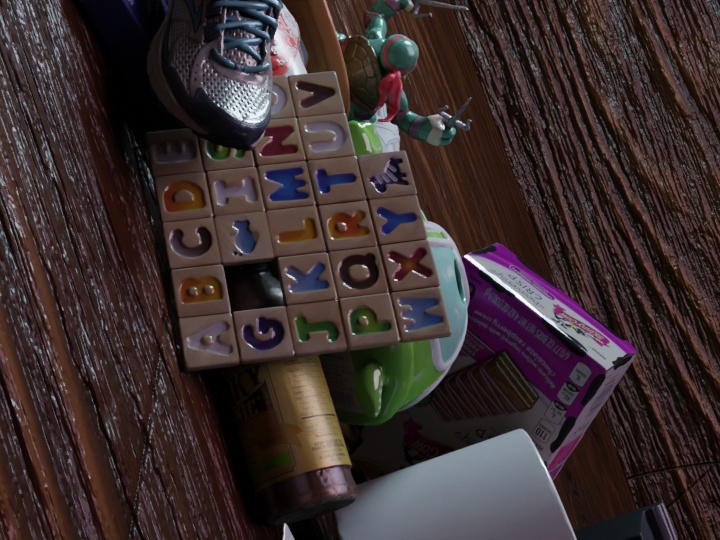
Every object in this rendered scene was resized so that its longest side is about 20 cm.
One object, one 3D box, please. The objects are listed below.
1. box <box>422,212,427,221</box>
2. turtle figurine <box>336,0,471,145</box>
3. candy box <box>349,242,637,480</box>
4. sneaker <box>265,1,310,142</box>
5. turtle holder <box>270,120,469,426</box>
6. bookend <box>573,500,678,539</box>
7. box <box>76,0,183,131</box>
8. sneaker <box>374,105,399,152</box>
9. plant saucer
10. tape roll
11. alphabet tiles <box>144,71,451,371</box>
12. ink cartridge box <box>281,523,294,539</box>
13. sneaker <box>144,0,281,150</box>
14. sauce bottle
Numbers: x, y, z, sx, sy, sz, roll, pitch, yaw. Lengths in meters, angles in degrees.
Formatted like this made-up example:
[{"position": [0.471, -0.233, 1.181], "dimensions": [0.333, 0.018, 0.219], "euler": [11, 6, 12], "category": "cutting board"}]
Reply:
[{"position": [0.068, 0.079, 1.330], "dimensions": [0.177, 0.097, 0.200], "euler": [59, 5, -35], "category": "box"}, {"position": [0.023, -0.181, 1.349], "dimensions": [0.200, 0.100, 0.150], "euler": [-7, -93, 64], "category": "turtle figurine"}, {"position": [0.093, 0.101, 1.123], "dimensions": [0.136, 0.200, 0.061], "euler": [39, 29, 21], "category": "candy box"}, {"position": [-0.080, -0.160, 1.070], "dimensions": [0.201, 0.067, 0.108], "euler": [-95, 161, -63], "category": "sneaker"}, {"position": [-0.004, 0.007, 1.041], "dimensions": [0.132, 0.141, 0.186], "euler": [-27, 83, -38], "category": "turtle holder"}, {"position": [0.170, 0.283, 1.253], "dimensions": [0.199, 0.200, 0.092], "euler": [-17, 86, -78], "category": "bookend"}, {"position": [-0.131, -0.140, 1.045], "dimensions": [0.121, 0.032, 0.200], "euler": [-92, 159, -56], "category": "box"}, {"position": [0.001, -0.140, 1.516], "dimensions": [0.200, 0.070, 0.080], "euler": [51, 25, -57], "category": "sneaker"}, {"position": [-0.063, -0.221, 1.330], "dimensions": [0.200, 0.037, 0.201], "euler": [159, -90, -81], "category": "plant saucer"}, {"position": [0.074, 0.220, 0.993], "dimensions": [0.203, 0.139, 0.203], "euler": [161, -90, -89], "category": "tape roll"}, {"position": [-0.044, -0.038, 0.962], "dimensions": [0.008, 0.167, 0.200], "euler": [108, -28, -62], "category": "alphabet tiles"}, {"position": [-0.028, 0.263, 0.794], "dimensions": [0.200, 0.045, 0.176], "euler": [-88, 155, -62], "category": "ink cartridge box"}, {"position": [-0.086, -0.165, 0.959], "dimensions": [0.077, 0.086, 0.200], "euler": [14, 46, -30], "category": "sneaker"}, {"position": [-0.058, 0.058, 0.960], "dimensions": [0.065, 0.065, 0.200], "euler": [34, 36, -69], "category": "sauce bottle"}]
